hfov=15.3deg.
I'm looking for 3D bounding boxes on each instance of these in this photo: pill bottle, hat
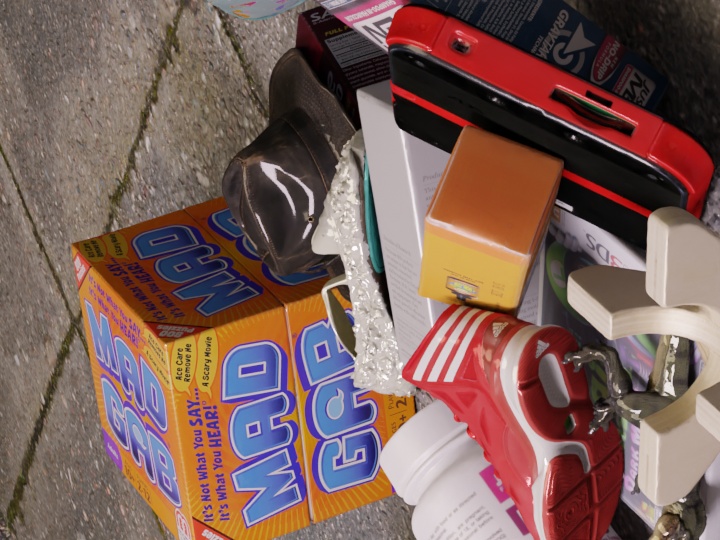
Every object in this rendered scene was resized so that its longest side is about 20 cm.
[{"bbox_3d":[0.106,0.181,1.805,0.200,0.113,0.113,53,154,21],"label":"pill bottle"},{"bbox_3d":[-0.054,-0.057,1.927,0.201,0.081,0.201,161,90,-73],"label":"hat"}]

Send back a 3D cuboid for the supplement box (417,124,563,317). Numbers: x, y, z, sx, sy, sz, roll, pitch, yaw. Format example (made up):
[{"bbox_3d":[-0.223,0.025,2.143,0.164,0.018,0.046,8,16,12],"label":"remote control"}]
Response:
[{"bbox_3d":[0.076,-0.023,1.606,0.200,0.066,0.069,94,-163,-75],"label":"supplement box"}]

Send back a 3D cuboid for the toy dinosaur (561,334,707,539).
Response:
[{"bbox_3d":[0.171,0.081,1.620,0.088,0.047,0.200,20,128,39],"label":"toy dinosaur"}]

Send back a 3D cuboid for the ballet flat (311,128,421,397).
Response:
[{"bbox_3d":[0.000,0.000,1.832,0.072,0.072,0.200,33,139,59],"label":"ballet flat"}]

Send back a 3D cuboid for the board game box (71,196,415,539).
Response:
[{"bbox_3d":[-0.090,0.074,2.128,0.200,0.200,0.200,41,144,54],"label":"board game box"}]

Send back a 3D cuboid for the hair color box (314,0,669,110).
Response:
[{"bbox_3d":[0.073,-0.138,1.576,0.200,0.061,0.100,34,166,-16],"label":"hair color box"}]

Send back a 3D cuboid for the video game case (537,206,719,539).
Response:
[{"bbox_3d":[0.171,0.064,1.684,0.182,0.023,0.200,44,147,41],"label":"video game case"}]

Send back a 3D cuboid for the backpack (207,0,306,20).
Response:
[{"bbox_3d":[-0.069,-0.249,1.851,0.200,0.167,0.127,19,-124,-83],"label":"backpack"}]

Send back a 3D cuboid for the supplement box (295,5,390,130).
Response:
[{"bbox_3d":[0.019,-0.089,1.911,0.200,0.061,0.109,59,157,32],"label":"supplement box"}]

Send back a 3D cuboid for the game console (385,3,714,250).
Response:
[{"bbox_3d":[0.107,-0.079,1.546,0.200,0.031,0.177,27,169,10],"label":"game console"}]

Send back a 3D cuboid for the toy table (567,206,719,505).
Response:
[{"bbox_3d":[0.208,0.039,1.461,0.184,0.117,0.200,34,137,58],"label":"toy table"}]

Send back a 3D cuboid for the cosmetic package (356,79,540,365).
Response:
[{"bbox_3d":[0.069,-0.032,1.775,0.071,0.101,0.200,34,137,59],"label":"cosmetic package"}]

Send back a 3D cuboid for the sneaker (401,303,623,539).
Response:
[{"bbox_3d":[0.095,0.095,1.703,0.115,0.078,0.200,25,141,39],"label":"sneaker"}]
